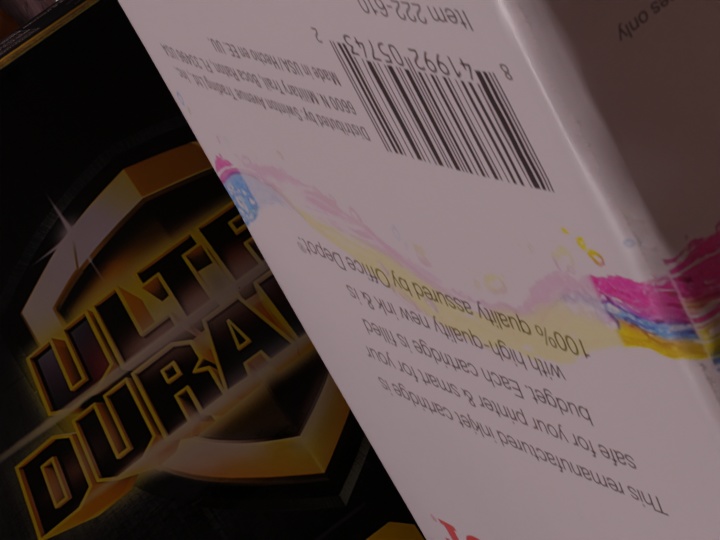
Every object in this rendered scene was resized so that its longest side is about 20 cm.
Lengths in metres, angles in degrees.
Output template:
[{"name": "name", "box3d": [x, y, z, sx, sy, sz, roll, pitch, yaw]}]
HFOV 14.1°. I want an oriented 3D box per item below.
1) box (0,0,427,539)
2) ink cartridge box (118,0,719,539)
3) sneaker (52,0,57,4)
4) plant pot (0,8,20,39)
[{"name": "box", "box3d": [-0.026, 0.020, 0.583, 0.160, 0.200, 0.049, 57, 167, -12]}, {"name": "ink cartridge box", "box3d": [0.040, -0.023, 0.477, 0.144, 0.085, 0.201, 20, 143, 58]}, {"name": "sneaker", "box3d": [-0.023, 0.006, 0.743, 0.121, 0.083, 0.201, 44, 143, 43]}, {"name": "plant pot", "box3d": [-0.158, 0.002, 1.044, 0.183, 0.200, 0.201, 30, 154, 39]}]
